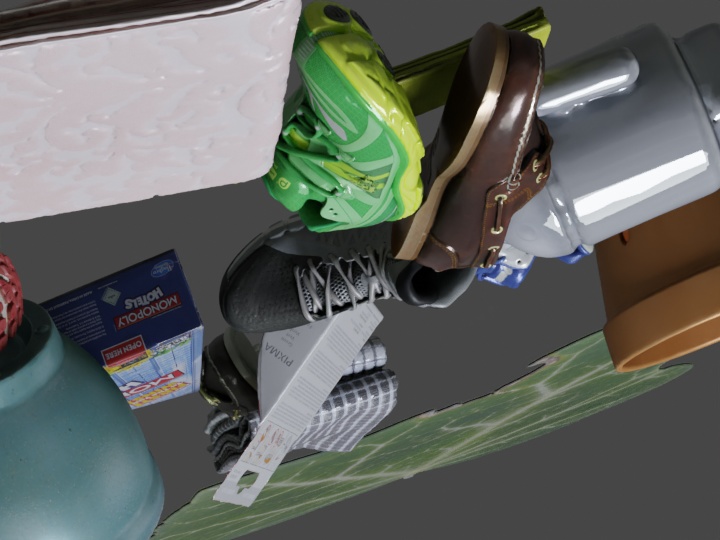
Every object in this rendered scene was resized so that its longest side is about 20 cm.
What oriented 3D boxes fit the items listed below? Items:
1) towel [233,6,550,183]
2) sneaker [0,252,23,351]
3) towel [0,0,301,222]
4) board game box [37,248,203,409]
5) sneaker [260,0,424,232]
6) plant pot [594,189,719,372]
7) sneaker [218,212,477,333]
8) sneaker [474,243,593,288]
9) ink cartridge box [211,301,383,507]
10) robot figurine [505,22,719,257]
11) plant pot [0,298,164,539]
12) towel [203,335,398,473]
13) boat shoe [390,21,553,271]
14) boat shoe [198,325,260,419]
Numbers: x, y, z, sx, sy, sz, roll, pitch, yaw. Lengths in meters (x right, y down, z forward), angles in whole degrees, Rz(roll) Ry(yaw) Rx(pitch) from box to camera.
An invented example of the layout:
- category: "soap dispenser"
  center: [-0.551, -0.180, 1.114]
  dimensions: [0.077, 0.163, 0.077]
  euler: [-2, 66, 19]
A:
- category: "towel"
  center: [0.012, -0.100, 0.948]
  dimensions: [0.199, 0.018, 0.086]
  euler: [-21, 171, -5]
- category: "sneaker"
  center: [-0.283, 0.031, 0.911]
  dimensions: [0.199, 0.078, 0.082]
  euler: [-18, -166, -32]
- category: "towel"
  center: [-0.125, -0.075, 0.739]
  dimensions: [0.190, 0.032, 0.200]
  euler: [-10, 164, -10]
- category: "board game box"
  center: [-0.194, 0.068, 1.188]
  dimensions: [0.199, 0.062, 0.200]
  euler: [-22, 166, 2]
- category: "sneaker"
  center: [-0.014, -0.066, 0.858]
  dimensions: [0.083, 0.074, 0.200]
  euler: [-25, 156, -4]
- category: "plant pot"
  center: [0.299, -0.010, 1.490]
  dimensions: [0.199, 0.141, 0.200]
  euler: [-20, 167, -5]
- category: "sneaker"
  center: [0.000, 0.000, 1.094]
  dimensions: [0.199, 0.075, 0.116]
  euler: [-24, -157, 0]
- category: "sneaker"
  center: [0.087, -0.028, 1.197]
  dimensions: [0.199, 0.089, 0.075]
  euler: [-14, 167, -23]
- category: "ink cartridge box"
  center: [-0.062, 0.093, 1.320]
  dimensions: [0.200, 0.050, 0.161]
  euler: [-53, 168, -4]
- category: "robot figurine"
  center: [0.150, -0.079, 1.025]
  dimensions: [0.199, 0.113, 0.170]
  euler: [-23, 145, 7]
- category: "plant pot"
  center: [-0.229, 0.100, 0.990]
  dimensions: [0.199, 0.135, 0.201]
  euler: [-7, -152, 4]
- category: "towel"
  center: [-0.064, 0.143, 1.648]
  dimensions: [0.165, 0.086, 0.200]
  euler: [-16, 166, -20]
- category: "boat shoe"
  center: [0.073, -0.065, 0.922]
  dimensions: [0.070, 0.071, 0.200]
  euler: [12, 150, -7]
- category: "boat shoe"
  center: [-0.110, 0.094, 1.405]
  dimensions: [0.060, 0.072, 0.201]
  euler: [-25, 170, 0]
